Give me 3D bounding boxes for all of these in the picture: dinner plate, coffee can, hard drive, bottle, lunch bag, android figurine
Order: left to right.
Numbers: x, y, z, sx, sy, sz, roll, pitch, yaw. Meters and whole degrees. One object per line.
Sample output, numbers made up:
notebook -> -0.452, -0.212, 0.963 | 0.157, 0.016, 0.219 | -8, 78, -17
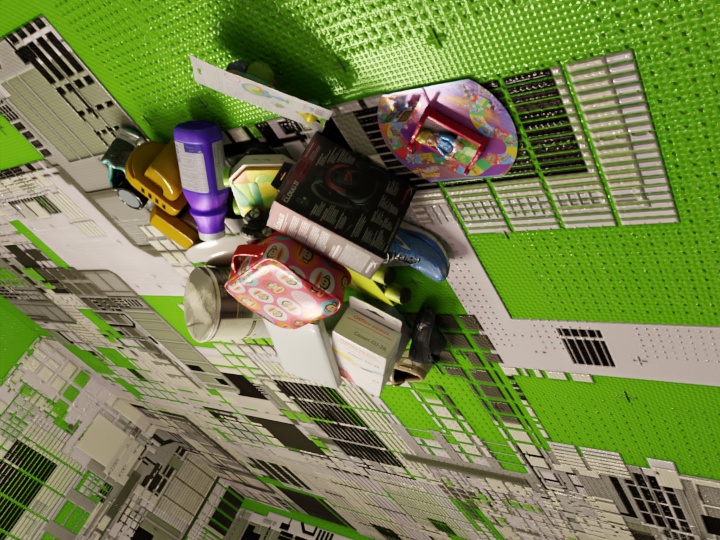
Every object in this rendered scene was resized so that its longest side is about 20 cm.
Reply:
bottle -> -0.265, -0.150, 1.098 | 0.083, 0.065, 0.201 | 17, 122, 34
dinner plate -> -0.232, -0.033, 1.235 | 0.199, 0.024, 0.200 | -9, 170, -2
coffee can -> -0.230, 0.066, 1.285 | 0.199, 0.147, 0.146 | 0, 169, -39
lunch bag -> -0.131, 0.014, 1.042 | 0.176, 0.082, 0.200 | 35, 147, -24
hard drive -> -0.113, 0.145, 1.241 | 0.131, 0.026, 0.201 | 14, 140, 25
android figurine -> 0.000, 0.000, 1.156 | 0.200, 0.041, 0.182 | 23, 161, 46

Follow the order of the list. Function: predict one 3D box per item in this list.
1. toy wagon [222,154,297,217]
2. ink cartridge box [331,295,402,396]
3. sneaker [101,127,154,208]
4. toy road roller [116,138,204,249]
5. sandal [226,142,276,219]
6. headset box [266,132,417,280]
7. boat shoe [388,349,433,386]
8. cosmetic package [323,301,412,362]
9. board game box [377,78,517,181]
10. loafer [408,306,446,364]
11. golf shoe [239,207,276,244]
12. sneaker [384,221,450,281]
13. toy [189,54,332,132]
toy wagon -> -0.142, -0.117, 1.093 | 0.154, 0.040, 0.200 | 0, 143, 6
ink cartridge box -> 0.008, 0.146, 1.220 | 0.116, 0.068, 0.200 | 25, 145, 14
sneaker -> -0.450, -0.180, 1.249 | 0.077, 0.091, 0.200 | 20, 148, 15
toy road roller -> -0.329, -0.149, 1.165 | 0.200, 0.123, 0.146 | 39, 148, -16
sandal -> -0.197, -0.156, 1.134 | 0.075, 0.048, 0.200 | 38, 135, -13
headset box -> -0.035, -0.102, 0.965 | 0.199, 0.149, 0.075 | 27, 149, -4
boat shoe -> 0.076, 0.219, 1.431 | 0.071, 0.065, 0.200 | 42, 146, -21
cosmetic package -> -0.002, 0.128, 1.341 | 0.199, 0.090, 0.107 | -5, 132, 46
board game box -> 0.108, -0.169, 0.862 | 0.199, 0.039, 0.158 | 2, 140, 38
loafer -> 0.135, 0.130, 1.256 | 0.070, 0.068, 0.201 | 14, 152, 9
golf shoe -> -0.102, -0.050, 1.085 | 0.199, 0.077, 0.088 | 15, 151, 11
sneaker -> 0.054, -0.036, 1.054 | 0.200, 0.089, 0.079 | 32, 150, -5
toy -> -0.134, -0.260, 0.906 | 0.199, 0.047, 0.115 | 23, 174, -9
